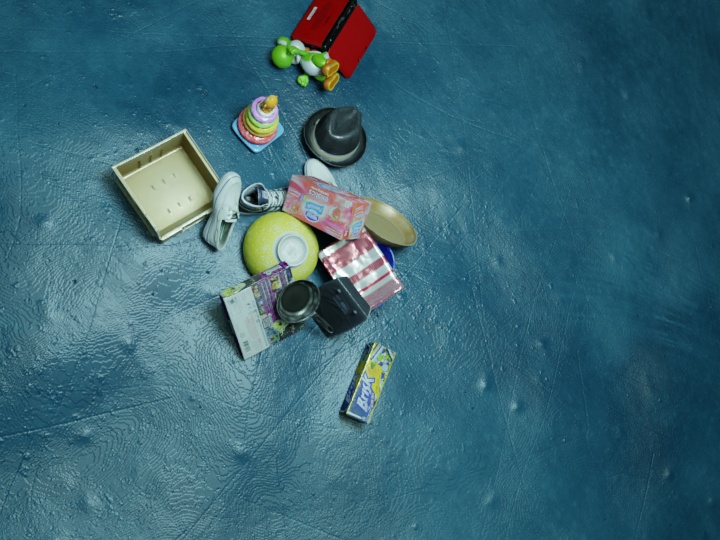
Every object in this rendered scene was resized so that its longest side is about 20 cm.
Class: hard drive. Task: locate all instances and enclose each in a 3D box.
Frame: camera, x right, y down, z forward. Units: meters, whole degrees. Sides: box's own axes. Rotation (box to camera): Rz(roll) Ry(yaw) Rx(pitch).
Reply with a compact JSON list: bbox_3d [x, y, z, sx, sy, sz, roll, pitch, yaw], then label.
[{"bbox_3d":[-0.060,0.089,1.576,0.042,0.200,0.135,-40,95,-37],"label":"hard drive"}]

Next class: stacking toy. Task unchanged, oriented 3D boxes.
[{"bbox_3d":[-0.247,-0.396,1.594,0.116,0.200,0.110,-43,96,-21],"label":"stacking toy"}]

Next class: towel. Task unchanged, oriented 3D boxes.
[{"bbox_3d":[0.000,0.000,1.601,0.144,0.023,0.200,-33,86,-4],"label":"towel"}]

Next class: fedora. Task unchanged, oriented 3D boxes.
[{"bbox_3d":[-0.053,-0.381,1.700,0.200,0.092,0.201,11,64,-22],"label":"fedora"}]

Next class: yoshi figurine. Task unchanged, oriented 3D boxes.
[{"bbox_3d":[-0.162,-0.562,1.704,0.200,0.112,0.113,33,111,15],"label":"yoshi figurine"}]

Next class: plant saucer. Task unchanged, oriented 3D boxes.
[{"bbox_3d":[0.060,-0.123,1.697,0.200,0.035,0.200,25,31,-16],"label":"plant saucer"}]

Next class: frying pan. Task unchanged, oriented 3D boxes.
[{"bbox_3d":[-0.124,0.082,1.550,0.190,0.031,0.115,19,101,-37],"label":"frying pan"}]

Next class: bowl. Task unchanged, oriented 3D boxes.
[{"bbox_3d":[-0.187,-0.051,1.580,0.200,0.108,0.201,-1,92,-24],"label":"bowl"}]

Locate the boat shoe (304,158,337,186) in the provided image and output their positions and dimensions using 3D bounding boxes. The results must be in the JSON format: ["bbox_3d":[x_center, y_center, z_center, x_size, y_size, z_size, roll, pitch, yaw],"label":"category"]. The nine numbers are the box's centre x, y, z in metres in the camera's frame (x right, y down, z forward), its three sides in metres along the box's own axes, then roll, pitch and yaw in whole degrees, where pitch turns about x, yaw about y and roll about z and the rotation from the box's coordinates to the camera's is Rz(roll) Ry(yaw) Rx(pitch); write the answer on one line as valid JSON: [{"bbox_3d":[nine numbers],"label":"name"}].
[{"bbox_3d":[-0.085,-0.215,1.683,0.073,0.067,0.200,-27,90,-22],"label":"boat shoe"}]

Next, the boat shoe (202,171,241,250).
[{"bbox_3d":[-0.323,-0.141,1.534,0.067,0.200,0.073,40,34,26],"label":"boat shoe"}]

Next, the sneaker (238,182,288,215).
[{"bbox_3d":[-0.224,-0.186,1.612,0.199,0.108,0.070,-10,84,-22],"label":"sneaker"}]

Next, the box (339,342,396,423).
[{"bbox_3d":[0.018,0.293,1.634,0.070,0.064,0.200,27,71,-14],"label":"box"}]

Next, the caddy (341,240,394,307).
[{"bbox_3d":[0.014,0.008,1.663,0.141,0.105,0.201,13,76,-16],"label":"caddy"}]

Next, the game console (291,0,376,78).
[{"bbox_3d":[-0.075,-0.683,1.811,0.172,0.119,0.200,21,70,17],"label":"game console"}]

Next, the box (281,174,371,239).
[{"bbox_3d":[-0.087,-0.160,1.582,0.095,0.200,0.103,-8,122,-57],"label":"box"}]

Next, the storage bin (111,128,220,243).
[{"bbox_3d":[-0.462,-0.203,1.536,0.200,0.094,0.199,-35,93,-23],"label":"storage bin"}]

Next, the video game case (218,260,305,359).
[{"bbox_3d":[-0.235,0.098,1.532,0.181,0.036,0.200,-28,130,-22],"label":"video game case"}]
